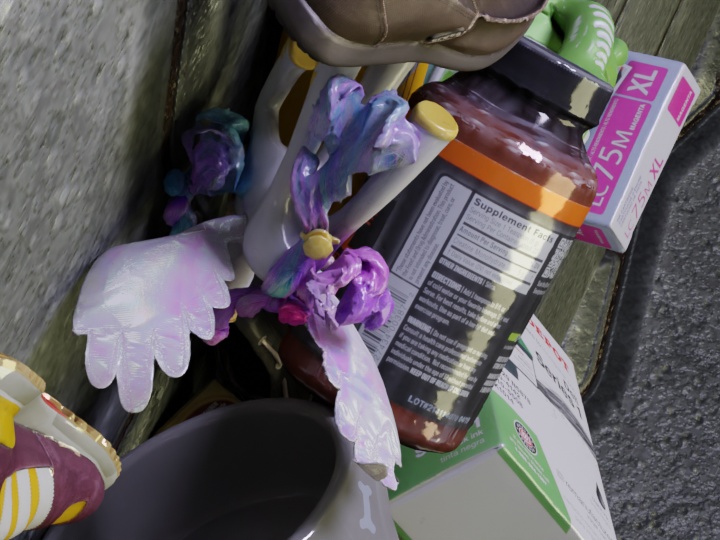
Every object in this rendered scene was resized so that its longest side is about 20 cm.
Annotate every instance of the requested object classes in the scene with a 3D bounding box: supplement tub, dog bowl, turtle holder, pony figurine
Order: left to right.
[{"bbox_3d":[-0.072,0.136,1.210,0.059,0.199,0.200,63,37,-26],"label":"dog bowl"},{"bbox_3d":[-0.034,-0.013,1.151,0.200,0.166,0.193,-55,-159,24],"label":"pony figurine"},{"bbox_3d":[0.047,-0.019,1.242,0.201,0.107,0.107,-62,171,7],"label":"supplement tub"},{"bbox_3d":[0.084,-0.102,1.471,0.132,0.185,0.141,-62,145,-19],"label":"turtle holder"}]

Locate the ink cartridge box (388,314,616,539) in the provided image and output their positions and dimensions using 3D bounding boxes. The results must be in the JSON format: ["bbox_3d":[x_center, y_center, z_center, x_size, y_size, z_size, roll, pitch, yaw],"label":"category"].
[{"bbox_3d":[0.067,0.090,1.412,0.084,0.146,0.201,-29,-144,16],"label":"ink cartridge box"}]

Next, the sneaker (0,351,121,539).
[{"bbox_3d":[-0.154,0.078,0.959,0.090,0.075,0.200,-56,162,-10],"label":"sneaker"}]

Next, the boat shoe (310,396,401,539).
[{"bbox_3d":[0.014,0.132,1.476,0.075,0.068,0.201,-122,-162,-60],"label":"boat shoe"}]

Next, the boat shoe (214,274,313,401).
[{"bbox_3d":[-0.060,0.040,1.376,0.057,0.067,0.200,-38,164,-20],"label":"boat shoe"}]

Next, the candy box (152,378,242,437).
[{"bbox_3d":[-0.028,0.163,1.401,0.055,0.200,0.116,-41,161,-21],"label":"candy box"}]

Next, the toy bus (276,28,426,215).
[{"bbox_3d":[-0.005,-0.100,1.283,0.078,0.065,0.201,-52,163,-54],"label":"toy bus"}]

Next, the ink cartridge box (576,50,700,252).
[{"bbox_3d":[0.098,-0.092,1.573,0.120,0.199,0.042,-64,145,-17],"label":"ink cartridge box"}]

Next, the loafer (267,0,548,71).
[{"bbox_3d":[0.039,-0.132,1.114,0.071,0.073,0.200,-37,172,31],"label":"loafer"}]
